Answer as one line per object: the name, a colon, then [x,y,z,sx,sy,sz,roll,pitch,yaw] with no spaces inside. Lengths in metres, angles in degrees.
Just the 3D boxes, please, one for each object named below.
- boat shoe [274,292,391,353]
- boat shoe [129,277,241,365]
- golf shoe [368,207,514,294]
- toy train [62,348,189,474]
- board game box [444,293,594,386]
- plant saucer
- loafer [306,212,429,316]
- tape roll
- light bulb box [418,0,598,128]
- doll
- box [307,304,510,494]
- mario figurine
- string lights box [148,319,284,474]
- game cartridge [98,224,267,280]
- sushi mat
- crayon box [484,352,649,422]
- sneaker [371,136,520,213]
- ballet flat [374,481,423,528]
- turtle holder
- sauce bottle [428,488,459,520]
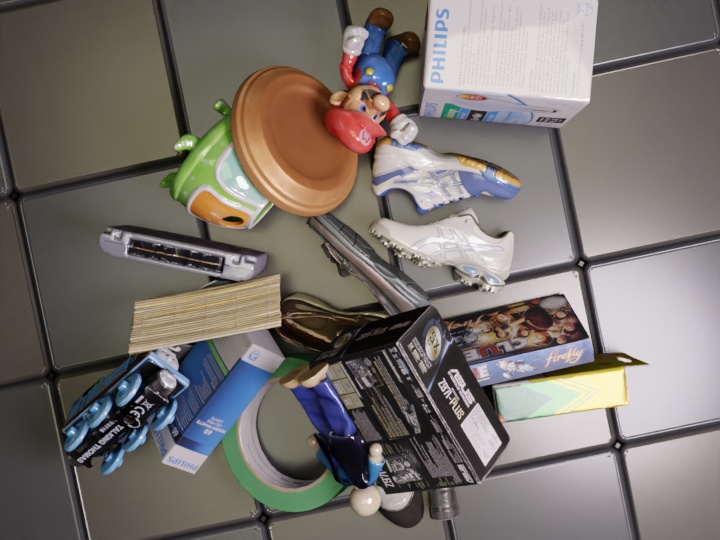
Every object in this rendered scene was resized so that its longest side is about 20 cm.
boat shoe: [-0.020,0.092,1.291,0.200,0.075,0.075,13,111,9]
boat shoe: [-0.240,0.079,1.316,0.076,0.060,0.200,44,91,0]
golf shoe: [0.110,-0.044,1.303,0.198,0.078,0.098,21,89,-9]
toy train: [-0.305,0.175,1.266,0.200,0.115,0.087,-40,116,22]
board game box: [0.185,0.093,1.269,0.198,0.136,0.035,-13,114,1]
plant saucer: [-0.075,-0.170,1.255,0.037,0.199,0.202,-20,91,46]
loafer: [0.000,0.000,1.307,0.200,0.072,0.063,39,104,-3]
tape roll: [-0.087,0.212,1.289,0.198,0.048,0.203,1,92,21]
light bulb box: [0.176,-0.262,1.233,0.198,0.198,0.126,5,89,2]
doll: [-0.028,0.209,1.193,0.048,0.136,0.201,-36,105,-36]
box: [0.059,0.161,1.188,0.163,0.086,0.201,-20,105,45]
mario figurine: [0.026,-0.238,1.250,0.122,0.106,0.202,16,65,4]
string lights box: [-0.194,0.151,1.275,0.059,0.103,0.201,29,105,-39]
game cartridge: [-0.225,-0.024,1.277,0.198,0.133,0.041,12,98,2]
sushi mat: [-0.197,0.054,1.248,0.198,0.096,0.012,-11,134,1]
crayon box: [0.264,0.149,1.273,0.198,0.127,0.051,-9,92,2]
sneaker: [0.111,-0.115,1.307,0.198,0.075,0.089,15,100,10]
ballet flat: [0.023,0.260,1.309,0.068,0.068,0.201,-29,91,1]
turtle holder: [-0.160,-0.135,1.285,0.131,0.186,0.141,39,125,1]
sauce bottle: [0.100,0.229,1.309,0.064,0.065,0.202,-7,89,1]
